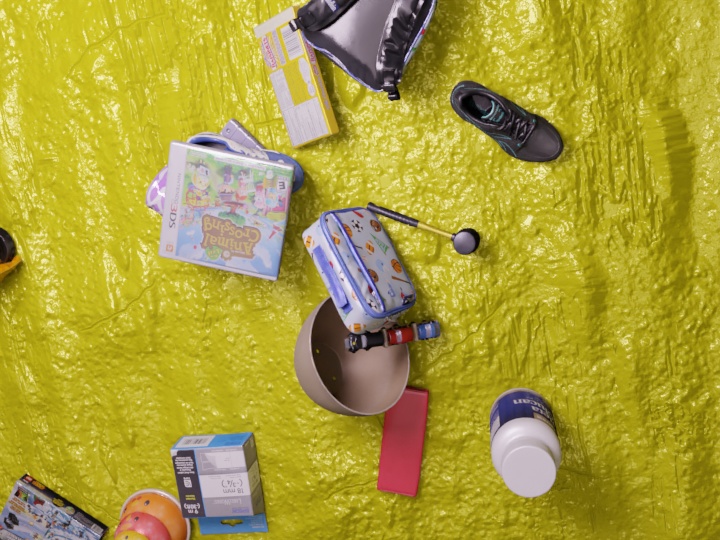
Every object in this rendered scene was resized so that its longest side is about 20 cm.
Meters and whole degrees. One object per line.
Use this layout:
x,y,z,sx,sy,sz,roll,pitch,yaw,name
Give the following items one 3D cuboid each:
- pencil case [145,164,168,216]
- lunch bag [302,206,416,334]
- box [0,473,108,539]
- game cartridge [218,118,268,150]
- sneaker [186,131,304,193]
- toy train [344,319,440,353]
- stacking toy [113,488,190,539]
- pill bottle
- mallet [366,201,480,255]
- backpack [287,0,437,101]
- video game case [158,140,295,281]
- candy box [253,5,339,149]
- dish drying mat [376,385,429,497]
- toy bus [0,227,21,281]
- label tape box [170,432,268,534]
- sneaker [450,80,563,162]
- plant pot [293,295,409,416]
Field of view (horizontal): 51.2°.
-0.256,-0.092,1.237,0.198,0.084,0.086,33,71,-1,pencil case
0.000,0.000,1.187,0.075,0.159,0.203,-37,76,32,lunch bag
-0.611,0.512,1.477,0.198,0.040,0.138,33,104,1,box
-0.231,-0.138,1.279,0.129,0.038,0.201,43,105,3,game cartridge
-0.188,-0.166,1.206,0.196,0.088,0.077,16,100,2,sneaker
0.061,0.104,1.218,0.045,0.197,0.035,-14,83,51,toy train
-0.404,0.505,1.360,0.143,0.200,0.150,2,103,8,stacking toy
0.263,0.275,1.202,0.108,0.200,0.114,2,103,8,pill bottle
0.100,-0.072,1.222,0.196,0.066,0.042,19,103,5,mallet
0.026,-0.389,1.122,0.198,0.155,0.192,34,112,-7,backpack
-0.210,-0.092,1.172,0.195,0.022,0.186,12,106,2,video game case
-0.103,-0.305,1.201,0.101,0.026,0.204,-7,104,47,candy box
0.075,0.302,1.333,0.075,0.018,0.205,8,104,8,dish drying mat
-0.742,-0.021,1.348,0.200,0.136,0.192,47,121,-1,toy bus
-0.258,0.408,1.386,0.141,0.063,0.205,-6,101,11,label tape box
0.225,-0.224,1.163,0.197,0.079,0.076,28,105,1,sneaker
-0.035,0.149,1.246,0.134,0.200,0.202,-28,98,48,plant pot
